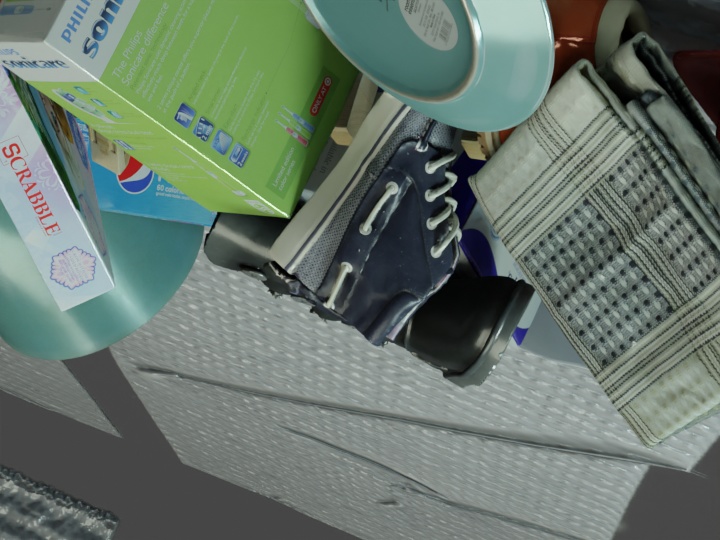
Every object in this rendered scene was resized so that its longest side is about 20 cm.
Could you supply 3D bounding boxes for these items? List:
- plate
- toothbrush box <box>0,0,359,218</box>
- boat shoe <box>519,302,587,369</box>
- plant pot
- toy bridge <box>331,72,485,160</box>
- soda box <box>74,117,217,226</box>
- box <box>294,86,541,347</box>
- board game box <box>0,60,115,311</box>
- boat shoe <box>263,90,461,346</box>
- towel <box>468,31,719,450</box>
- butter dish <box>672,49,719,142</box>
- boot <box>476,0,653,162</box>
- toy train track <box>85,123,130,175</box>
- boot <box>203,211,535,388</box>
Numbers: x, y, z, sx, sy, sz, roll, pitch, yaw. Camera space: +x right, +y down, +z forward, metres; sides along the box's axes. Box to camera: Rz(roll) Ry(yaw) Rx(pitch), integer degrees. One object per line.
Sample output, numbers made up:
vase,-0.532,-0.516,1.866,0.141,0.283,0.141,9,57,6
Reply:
plate,0.016,-0.149,1.078,0.200,0.026,0.201,35,150,24
toothbrush box,-0.101,-0.142,1.201,0.086,0.146,0.200,7,158,49
boat shoe,0.181,0.040,1.542,0.199,0.070,0.066,22,-168,34
plant pot,-0.248,-0.057,1.640,0.200,0.201,0.161,12,149,37
toy bridge,-0.003,-0.112,1.292,0.199,0.068,0.027,8,160,25
soda box,-0.159,-0.072,1.550,0.199,0.065,0.068,9,179,-41
box,0.020,-0.054,1.386,0.199,0.105,0.184,18,163,24
board game box,-0.219,-0.109,1.296,0.200,0.041,0.200,-112,-1,-55
boat shoe,0.036,-0.049,1.211,0.093,0.200,0.075,40,-161,10
towel,0.146,-0.008,1.093,0.193,0.034,0.200,58,151,7
butter dish,0.261,-0.012,1.080,0.199,0.148,0.200,11,160,38
boot,0.119,-0.100,1.153,0.107,0.075,0.200,13,161,21
toy train track,-0.159,-0.125,1.314,0.114,0.033,0.200,29,155,10
boot,0.000,0.000,1.301,0.199,0.066,0.165,30,162,-2
